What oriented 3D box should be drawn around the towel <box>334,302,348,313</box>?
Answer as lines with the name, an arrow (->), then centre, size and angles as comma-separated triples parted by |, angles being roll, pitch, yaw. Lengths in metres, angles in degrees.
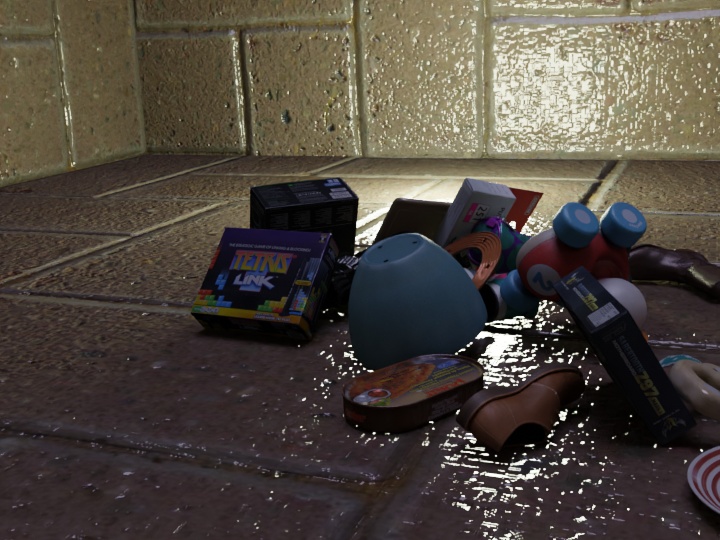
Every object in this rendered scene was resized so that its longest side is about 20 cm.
towel -> 0.047, 0.047, 1.546 | 0.199, 0.018, 0.086 | -12, 11, -29

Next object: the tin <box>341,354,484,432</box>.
tin -> 0.068, 0.148, 1.100 | 0.199, 0.042, 0.112 | -14, 14, -37

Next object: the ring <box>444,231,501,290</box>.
ring -> 0.145, 0.016, 1.424 | 0.200, 0.019, 0.201 | -36, 23, 18

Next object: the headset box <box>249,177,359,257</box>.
headset box -> -0.103, -0.048, 1.588 | 0.173, 0.202, 0.093 | -9, 32, -21

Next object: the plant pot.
plant pot -> 0.065, 0.029, 1.257 | 0.198, 0.136, 0.200 | -16, 23, 7

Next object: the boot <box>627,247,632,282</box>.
boot -> 0.391, 0.002, 1.427 | 0.067, 0.132, 0.200 | 5, 16, 27

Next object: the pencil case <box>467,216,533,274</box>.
pencil case -> 0.284, -0.026, 1.516 | 0.199, 0.093, 0.085 | 16, 26, -26

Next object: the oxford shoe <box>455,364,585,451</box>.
oxford shoe -> 0.197, 0.161, 1.012 | 0.199, 0.072, 0.071 | -14, 46, -40

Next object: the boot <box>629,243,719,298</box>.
boot -> 0.555, 0.010, 1.532 | 0.185, 0.065, 0.200 | -8, 20, -12

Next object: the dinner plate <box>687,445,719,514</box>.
dinner plate -> 0.409, 0.210, 0.835 | 0.198, 0.025, 0.200 | -1, 14, 0

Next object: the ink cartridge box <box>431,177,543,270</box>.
ink cartridge box -> 0.215, -0.058, 1.564 | 0.172, 0.201, 0.044 | 7, 37, -28

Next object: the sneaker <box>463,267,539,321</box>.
sneaker -> 0.227, 0.031, 1.440 | 0.120, 0.084, 0.200 | -4, 12, -17

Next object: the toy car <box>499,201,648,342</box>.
toy car -> 0.326, 0.038, 1.255 | 0.175, 0.185, 0.201 | -2, 53, -29

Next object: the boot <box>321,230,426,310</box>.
boot -> 0.000, 0.003, 1.474 | 0.210, 0.080, 0.157 | -25, -5, 32

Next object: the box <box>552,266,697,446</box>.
box -> 0.302, 0.092, 1.044 | 0.051, 0.158, 0.200 | -32, 11, 8

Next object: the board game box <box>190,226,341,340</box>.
board game box -> -0.149, 0.017, 1.416 | 0.198, 0.166, 0.057 | 4, -29, 24

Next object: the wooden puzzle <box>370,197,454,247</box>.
wooden puzzle -> 0.104, -0.059, 1.590 | 0.184, 0.201, 0.037 | 2, 48, -29

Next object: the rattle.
rattle -> 0.421, 0.096, 1.021 | 0.129, 0.144, 0.200 | 11, 16, 11
